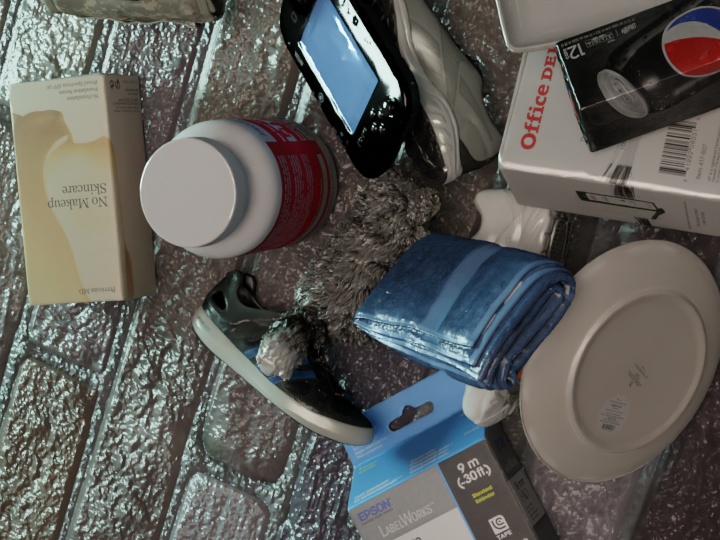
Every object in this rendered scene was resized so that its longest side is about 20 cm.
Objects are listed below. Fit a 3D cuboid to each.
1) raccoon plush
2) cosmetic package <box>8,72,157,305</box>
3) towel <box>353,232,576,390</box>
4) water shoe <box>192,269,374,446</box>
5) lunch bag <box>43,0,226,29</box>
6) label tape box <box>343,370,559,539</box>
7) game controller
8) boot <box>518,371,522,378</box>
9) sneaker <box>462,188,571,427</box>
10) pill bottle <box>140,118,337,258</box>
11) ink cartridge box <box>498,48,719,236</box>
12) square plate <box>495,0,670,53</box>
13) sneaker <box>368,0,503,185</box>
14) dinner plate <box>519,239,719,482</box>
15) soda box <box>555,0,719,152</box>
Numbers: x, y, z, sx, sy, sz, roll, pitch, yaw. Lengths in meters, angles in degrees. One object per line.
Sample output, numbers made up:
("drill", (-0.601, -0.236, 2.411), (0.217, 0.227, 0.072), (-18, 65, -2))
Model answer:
("raccoon plush", (0.000, 0.000, 1.347), (0.096, 0.200, 0.135), (26, 123, 3))
("cosmetic package", (-0.250, -0.072, 1.491), (0.104, 0.071, 0.203), (-5, 93, 20))
("towel", (0.077, 0.025, 1.263), (0.048, 0.199, 0.112), (43, 78, -25))
("water shoe", (-0.059, 0.073, 1.432), (0.199, 0.071, 0.079), (36, 96, 17))
("lunch bag", (-0.197, -0.309, 1.410), (0.162, 0.118, 0.203), (5, 105, 16))
("label tape box", (0.069, 0.198, 1.404), (0.143, 0.063, 0.202), (-29, 85, 19))
("game controller", (-0.012, -0.174, 1.368), (0.105, 0.042, 0.201), (-55, 51, 37))
("boot", (0.174, 0.085, 1.309), (0.197, 0.075, 0.109), (-1, 108, -22))
("sneaker", (0.109, 0.027, 1.373), (0.098, 0.078, 0.203), (13, 85, 28))
("pill bottle", (-0.101, -0.069, 1.369), (0.111, 0.200, 0.114), (2, 96, 19))
("ink cartridge box", (0.222, -0.117, 1.285), (0.198, 0.084, 0.148), (11, 74, 20))
("square plate", (0.184, -0.263, 1.274), (0.195, 0.029, 0.202), (-10, 68, -8))
("sneaker", (0.059, -0.169, 1.379), (0.078, 0.074, 0.202), (-15, 76, -21))
("dinner plate", (0.209, 0.075, 1.273), (0.024, 0.198, 0.202), (36, 110, 54))
("soda box", (0.248, -0.159, 1.206), (0.198, 0.071, 0.064), (-20, 62, 6))
